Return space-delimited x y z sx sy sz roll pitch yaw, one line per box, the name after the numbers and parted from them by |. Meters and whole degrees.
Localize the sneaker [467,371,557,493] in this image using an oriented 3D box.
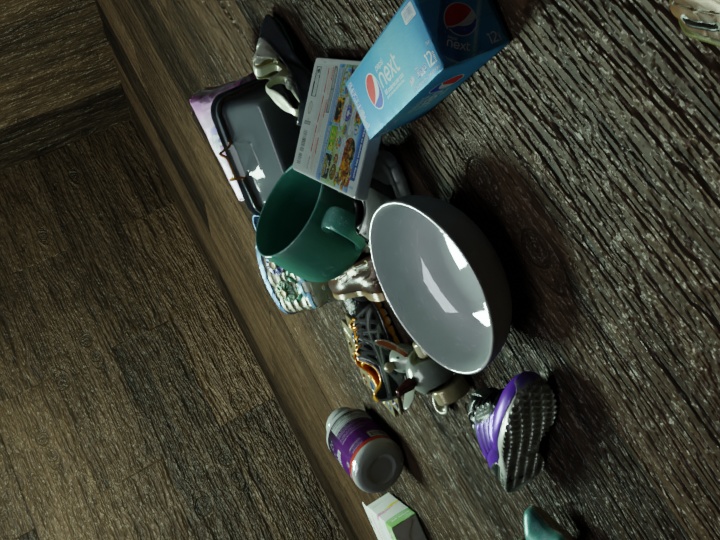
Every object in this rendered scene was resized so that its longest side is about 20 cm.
0.157 0.163 0.818 0.100 0.069 0.202 54 160 39 | sneaker

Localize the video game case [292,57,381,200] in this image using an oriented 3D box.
-0.025 -0.173 0.860 0.200 0.018 0.146 34 113 60 | video game case

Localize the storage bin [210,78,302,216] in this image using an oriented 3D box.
-0.130 -0.186 1.105 0.133 0.144 0.203 9 123 58 | storage bin

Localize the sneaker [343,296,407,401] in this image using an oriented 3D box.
0.018 0.115 1.162 0.202 0.076 0.079 60 164 22 | sneaker

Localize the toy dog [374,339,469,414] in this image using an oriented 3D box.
0.070 0.142 1.006 0.133 0.095 0.201 60 163 16 | toy dog

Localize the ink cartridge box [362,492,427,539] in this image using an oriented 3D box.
0.081 0.577 1.636 0.119 0.066 0.199 66 162 -8 | ink cartridge box

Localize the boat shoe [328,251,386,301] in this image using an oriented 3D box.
0.000 0.000 1.067 0.071 0.070 0.199 60 156 -12 | boat shoe

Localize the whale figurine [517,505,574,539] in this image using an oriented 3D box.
0.221 0.382 0.871 0.159 0.102 0.203 38 149 57 | whale figurine

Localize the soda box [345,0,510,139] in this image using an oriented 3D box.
0.051 -0.183 0.653 0.065 0.067 0.200 65 163 -2 | soda box

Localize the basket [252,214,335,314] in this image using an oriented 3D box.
-0.113 -0.019 1.261 0.199 0.138 0.179 6 121 60 | basket

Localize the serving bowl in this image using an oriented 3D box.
0.093 0.006 0.778 0.200 0.065 0.202 44 150 33 | serving bowl

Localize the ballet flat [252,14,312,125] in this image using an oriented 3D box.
-0.108 -0.274 1.007 0.202 0.072 0.073 58 162 22 | ballet flat

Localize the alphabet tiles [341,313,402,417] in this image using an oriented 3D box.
0.020 0.176 1.363 0.200 0.006 0.169 42 152 52 | alphabet tiles

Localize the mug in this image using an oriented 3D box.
-0.052 -0.053 0.991 0.113 0.152 0.187 29 -154 -33 | mug

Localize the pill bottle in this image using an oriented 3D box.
0.000 0.357 1.494 0.200 0.111 0.114 32 144 61 | pill bottle

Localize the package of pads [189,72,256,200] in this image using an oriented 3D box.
-0.190 -0.219 1.225 0.119 0.076 0.203 -4 122 36 | package of pads

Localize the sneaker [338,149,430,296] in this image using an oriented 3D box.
0.037 -0.038 0.885 0.203 0.079 0.074 65 161 -5 | sneaker

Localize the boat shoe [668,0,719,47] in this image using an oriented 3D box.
0.207 -0.107 0.300 0.201 0.071 0.069 -120 10 -49 | boat shoe
